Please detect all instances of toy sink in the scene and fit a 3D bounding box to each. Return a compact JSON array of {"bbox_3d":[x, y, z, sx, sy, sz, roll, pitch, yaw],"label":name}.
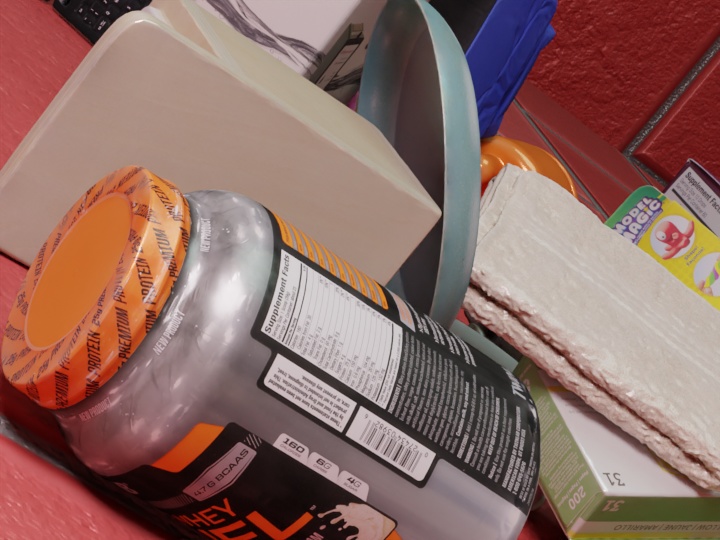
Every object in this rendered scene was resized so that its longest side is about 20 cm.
[{"bbox_3d":[-0.085,-0.048,1.009,0.199,0.131,0.112,31,15,-34],"label":"toy sink"}]

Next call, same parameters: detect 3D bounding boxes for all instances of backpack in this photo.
[{"bbox_3d":[0.028,-0.187,1.539,0.200,0.163,0.168,36,7,26],"label":"backpack"}]

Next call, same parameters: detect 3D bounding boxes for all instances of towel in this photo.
[{"bbox_3d":[0.139,0.030,1.152,0.200,0.035,0.133,38,35,-3],"label":"towel"}]

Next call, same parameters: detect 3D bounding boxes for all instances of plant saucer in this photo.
[{"bbox_3d":[0.030,-0.048,1.106,0.027,0.202,0.200,-1,25,-14],"label":"plant saucer"}]

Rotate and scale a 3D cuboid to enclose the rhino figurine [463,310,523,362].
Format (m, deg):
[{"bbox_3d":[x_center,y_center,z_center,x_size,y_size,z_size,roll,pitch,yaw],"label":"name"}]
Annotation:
[{"bbox_3d":[0.105,0.057,1.372,0.087,0.060,0.200,47,4,-33],"label":"rhino figurine"}]

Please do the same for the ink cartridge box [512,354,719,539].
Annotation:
[{"bbox_3d":[0.174,0.135,1.132,0.145,0.048,0.201,5,43,-35],"label":"ink cartridge box"}]

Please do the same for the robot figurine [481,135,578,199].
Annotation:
[{"bbox_3d":[0.108,-0.046,1.633,0.143,0.117,0.200,27,9,18],"label":"robot figurine"}]

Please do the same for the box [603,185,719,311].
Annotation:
[{"bbox_3d":[0.214,0.047,1.309,0.200,0.117,0.048,44,1,24],"label":"box"}]

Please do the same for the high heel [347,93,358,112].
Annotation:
[{"bbox_3d":[0.020,-0.074,1.373,0.067,0.096,0.200,30,-3,-22],"label":"high heel"}]

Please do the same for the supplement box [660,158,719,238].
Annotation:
[{"bbox_3d":[0.223,0.047,1.432,0.131,0.200,0.103,34,13,-30],"label":"supplement box"}]

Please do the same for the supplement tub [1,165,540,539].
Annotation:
[{"bbox_3d":[-0.034,0.050,0.820,0.199,0.123,0.123,34,13,-26],"label":"supplement tub"}]

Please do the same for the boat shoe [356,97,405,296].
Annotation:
[{"bbox_3d":[0.026,-0.050,1.247,0.072,0.065,0.201,39,18,-37],"label":"boat shoe"}]

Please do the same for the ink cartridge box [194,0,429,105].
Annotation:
[{"bbox_3d":[-0.050,-0.136,1.261,0.084,0.200,0.145,41,12,9],"label":"ink cartridge box"}]

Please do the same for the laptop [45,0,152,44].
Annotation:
[{"bbox_3d":[-0.152,-0.231,1.348,0.200,0.178,0.103,42,13,13],"label":"laptop"}]

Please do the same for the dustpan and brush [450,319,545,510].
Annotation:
[{"bbox_3d":[0.094,0.101,1.226,0.199,0.057,0.140,23,28,-36],"label":"dustpan and brush"}]
